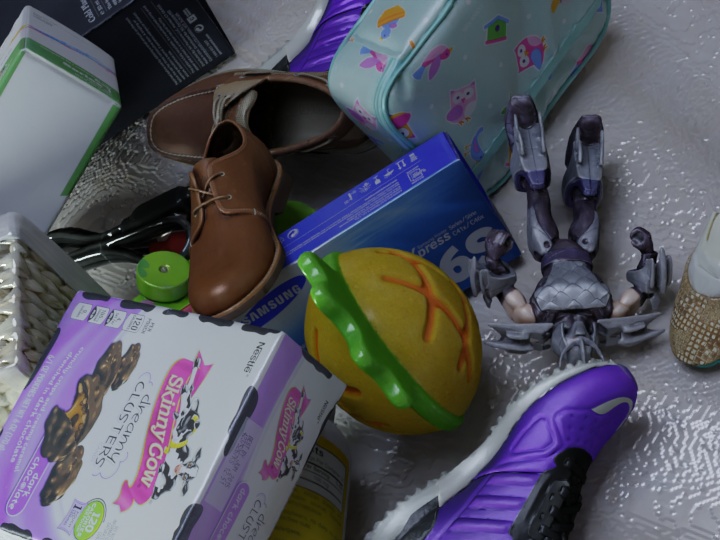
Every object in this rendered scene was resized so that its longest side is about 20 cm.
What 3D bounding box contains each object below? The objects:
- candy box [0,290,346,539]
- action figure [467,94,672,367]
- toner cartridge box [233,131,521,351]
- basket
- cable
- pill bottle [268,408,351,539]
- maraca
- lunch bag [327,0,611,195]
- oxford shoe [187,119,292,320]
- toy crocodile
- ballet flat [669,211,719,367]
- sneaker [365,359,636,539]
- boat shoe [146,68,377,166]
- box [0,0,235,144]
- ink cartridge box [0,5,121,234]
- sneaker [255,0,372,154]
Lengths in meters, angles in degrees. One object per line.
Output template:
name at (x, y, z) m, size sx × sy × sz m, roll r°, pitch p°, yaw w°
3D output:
candy box at (-0.130, 0.111, 1.359) m, size 0.199 × 0.072 × 0.168 m, roll 9°, pitch 65°, yaw 44°
action figure at (0.132, -0.017, 1.437) m, size 0.129 × 0.070 × 0.201 m, roll 3°, pitch 52°, yaw -9°
toner cartridge box at (0.000, 0.000, 1.496) m, size 0.200 × 0.095 × 0.043 m, roll -33°, pitch 33°, yaw 6°
basket at (-0.237, 0.075, 1.518) m, size 0.135 × 0.200 × 0.124 m, roll -21°, pitch 54°, yaw 15°
cable at (-0.168, -0.014, 1.657) m, size 0.199 × 0.050 × 0.097 m, roll -23°, pitch 43°, yaw 27°
pill bottle at (-0.063, 0.153, 1.409) m, size 0.111 × 0.111 × 0.201 m, roll -11°, pitch 51°, yaw 23°
maraca at (0.015, 0.043, 1.390) m, size 0.107 × 0.200 × 0.137 m, roll -40°, pitch 75°, yaw 9°
lunch bag at (0.084, -0.157, 1.530) m, size 0.200 × 0.160 × 0.077 m, roll -53°, pitch 43°, yaw -7°
oxford shoe at (-0.093, -0.032, 1.469) m, size 0.071 × 0.071 × 0.200 m, roll -25°, pitch 29°, yaw 15°
toy crocodile at (-0.103, 0.012, 1.542) m, size 0.062 × 0.068 × 0.200 m, roll 31°, pitch 45°, yaw 27°
ballet flat at (0.250, -0.032, 1.395) m, size 0.070 × 0.065 × 0.200 m, roll 22°, pitch 70°, yaw 40°
sneaker at (0.105, 0.146, 1.341) m, size 0.200 × 0.070 × 0.100 m, roll -41°, pitch 53°, yaw 1°
boat shoe at (-0.075, -0.113, 1.586) m, size 0.199 × 0.072 × 0.076 m, roll -7°, pitch 90°, yaw 30°
box at (-0.228, -0.211, 1.791) m, size 0.182 × 0.104 × 0.200 m, roll -33°, pitch 46°, yaw 3°
ink cartridge box at (-0.244, -0.098, 1.602) m, size 0.145 × 0.084 × 0.200 m, roll -58°, pitch 14°, yaw 9°
sneaker at (0.003, -0.166, 1.650) m, size 0.099 × 0.070 × 0.201 m, roll 28°, pitch 79°, yaw 37°
